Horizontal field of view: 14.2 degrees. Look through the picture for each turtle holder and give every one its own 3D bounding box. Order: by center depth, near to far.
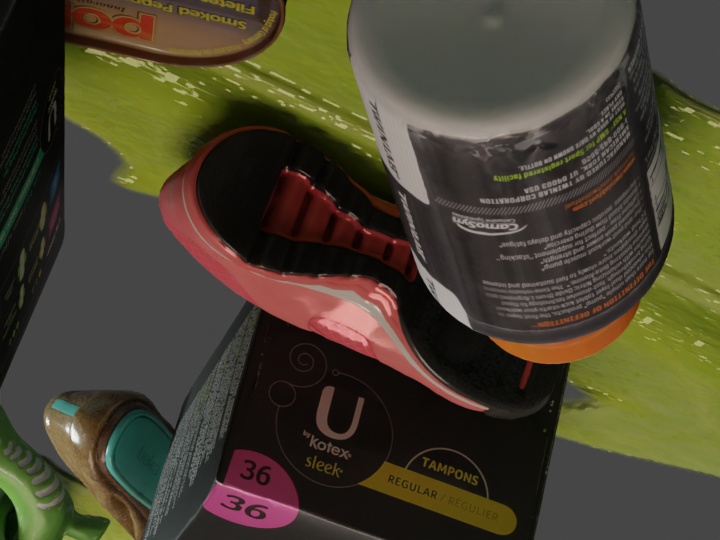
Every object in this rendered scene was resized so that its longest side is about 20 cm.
[{"bbox_3d":[-0.227,0.156,1.577,0.132,0.141,0.186,33,161,2],"label":"turtle holder"}]

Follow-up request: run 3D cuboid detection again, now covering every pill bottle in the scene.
[{"bbox_3d":[0.063,-0.041,1.091,0.106,0.107,0.200,7,151,16],"label":"pill bottle"}]

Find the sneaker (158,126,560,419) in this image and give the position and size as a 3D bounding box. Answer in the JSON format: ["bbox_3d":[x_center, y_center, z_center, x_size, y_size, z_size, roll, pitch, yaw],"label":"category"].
[{"bbox_3d":[0.000,0.000,1.262,0.200,0.074,0.087,31,162,-21],"label":"sneaker"}]

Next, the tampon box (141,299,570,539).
[{"bbox_3d":[-0.010,0.104,1.377,0.149,0.127,0.200,19,152,-9],"label":"tampon box"}]

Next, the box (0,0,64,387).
[{"bbox_3d":[-0.196,-0.046,1.079,0.148,0.125,0.200,14,141,5],"label":"box"}]

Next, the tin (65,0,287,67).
[{"bbox_3d":[-0.121,-0.131,1.094,0.199,0.042,0.112,13,149,5],"label":"tin"}]

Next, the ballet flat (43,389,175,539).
[{"bbox_3d":[-0.110,0.121,1.541,0.072,0.068,0.200,20,160,38],"label":"ballet flat"}]
